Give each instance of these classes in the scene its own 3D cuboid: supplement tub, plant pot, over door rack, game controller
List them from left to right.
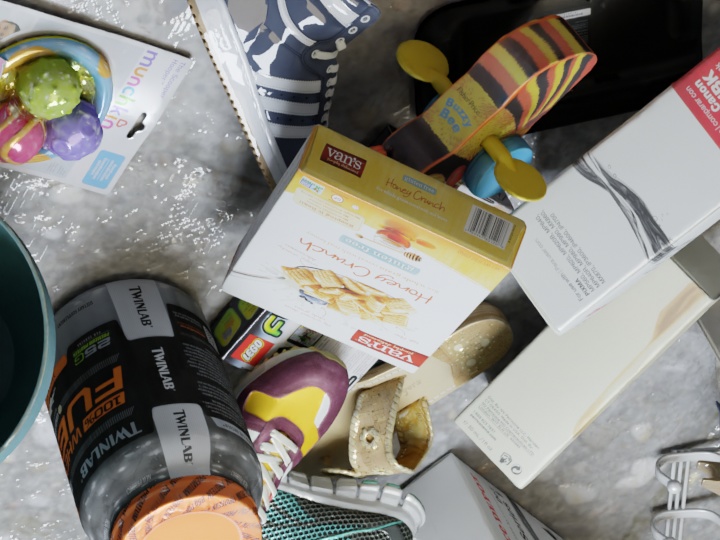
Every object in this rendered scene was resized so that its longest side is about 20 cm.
[{"bbox_3d":[-0.276,0.051,1.568,0.200,0.201,0.135,-26,169,2],"label":"plant pot"},{"bbox_3d":[-0.135,0.111,1.649,0.122,0.200,0.123,-12,133,-13],"label":"supplement tub"},{"bbox_3d":[0.131,-0.142,1.652,0.199,0.042,0.105,-13,119,-12],"label":"game controller"},{"bbox_3d":[0.329,0.193,2.007,0.199,0.067,0.148,-12,134,-12],"label":"over door rack"}]

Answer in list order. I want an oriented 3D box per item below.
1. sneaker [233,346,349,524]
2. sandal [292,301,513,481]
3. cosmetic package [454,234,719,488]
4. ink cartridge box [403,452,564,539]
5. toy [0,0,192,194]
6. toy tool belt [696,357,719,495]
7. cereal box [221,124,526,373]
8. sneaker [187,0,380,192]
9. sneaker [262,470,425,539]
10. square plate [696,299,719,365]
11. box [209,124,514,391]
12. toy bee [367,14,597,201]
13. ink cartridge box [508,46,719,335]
[{"bbox_3d":[-0.076,0.141,1.722,0.075,0.090,0.200,34,109,-33],"label":"sneaker"},{"bbox_3d":[0.027,0.110,1.806,0.212,0.070,0.078,-39,133,14],"label":"sandal"},{"bbox_3d":[0.167,0.054,1.780,0.200,0.071,0.105,-47,174,22],"label":"cosmetic package"},{"bbox_3d":[0.116,0.248,1.913,0.084,0.146,0.200,-40,133,11],"label":"ink cartridge box"},{"bbox_3d":[-0.208,-0.100,1.536,0.200,0.047,0.115,17,124,-33],"label":"toy"},{"bbox_3d":[0.313,0.140,1.864,0.124,0.200,0.123,2,131,-2],"label":"toy tool belt"},{"bbox_3d":[0.004,-0.008,1.577,0.144,0.040,0.200,24,153,-6],"label":"cereal box"},{"bbox_3d":[-0.031,-0.126,1.570,0.108,0.070,0.200,-23,132,1],"label":"sneaker"},{"bbox_3d":[-0.053,0.193,1.806,0.199,0.091,0.078,7,151,-4],"label":"sneaker"},{"bbox_3d":[0.356,0.066,1.812,0.199,0.198,0.028,-14,141,-10],"label":"square plate"},{"bbox_3d":[0.000,0.000,1.720,0.110,0.035,0.200,26,117,-37],"label":"box"},{"bbox_3d":[0.059,-0.074,1.570,0.109,0.131,0.200,1,114,-58],"label":"toy bee"},{"bbox_3d":[0.191,-0.055,1.625,0.200,0.084,0.144,-40,174,14],"label":"ink cartridge box"}]
